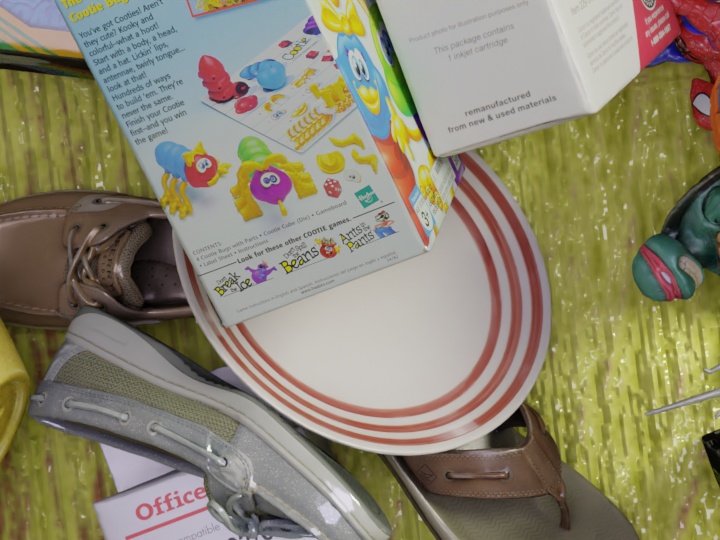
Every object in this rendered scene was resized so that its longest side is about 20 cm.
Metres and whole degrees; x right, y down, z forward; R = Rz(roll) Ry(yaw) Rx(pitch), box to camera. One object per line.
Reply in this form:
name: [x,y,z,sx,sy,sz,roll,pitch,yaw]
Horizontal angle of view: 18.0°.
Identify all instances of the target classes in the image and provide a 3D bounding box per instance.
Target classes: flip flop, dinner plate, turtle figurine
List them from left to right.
dinner plate: [0.000,0.000,1.096,0.200,0.024,0.201,13,59,-21]
flip flop: [0.056,0.083,1.110,0.081,0.058,0.200,-37,80,-28]
turtle figurine: [0.203,-0.019,1.079,0.200,0.150,0.101,-32,66,-4]

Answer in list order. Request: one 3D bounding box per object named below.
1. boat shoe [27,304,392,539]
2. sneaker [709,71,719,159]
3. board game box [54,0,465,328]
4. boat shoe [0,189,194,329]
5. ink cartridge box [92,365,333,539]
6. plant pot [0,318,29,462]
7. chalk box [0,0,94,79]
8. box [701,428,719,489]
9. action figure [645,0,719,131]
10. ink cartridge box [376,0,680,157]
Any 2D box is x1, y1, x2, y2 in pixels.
boat shoe: [-0.071,0.085,1.061,0.202,0.074,0.065,30,83,28]
sneaker: [0.198,-0.029,0.955,0.075,0.079,0.200,-17,59,-8]
board game box: [-0.048,-0.097,0.980,0.105,0.103,0.200,-20,108,20]
boat shoe: [-0.120,-0.007,1.136,0.199,0.065,0.072,-2,89,5]
ink cartridge box: [-0.056,0.148,1.125,0.115,0.068,0.201,-21,86,4]
plant pot: [-0.242,0.055,1.074,0.142,0.200,0.200,30,92,9]
chalk box: [-0.099,-0.154,1.108,0.199,0.125,0.124,7,90,4]
box: [0.258,0.063,1.035,0.199,0.193,0.048,-22,85,4]
action figure: [0.135,-0.161,1.116,0.099,0.065,0.201,-13,87,-2]
ink cartridge box: [0.058,-0.169,1.011,0.085,0.148,0.201,-17,101,29]
